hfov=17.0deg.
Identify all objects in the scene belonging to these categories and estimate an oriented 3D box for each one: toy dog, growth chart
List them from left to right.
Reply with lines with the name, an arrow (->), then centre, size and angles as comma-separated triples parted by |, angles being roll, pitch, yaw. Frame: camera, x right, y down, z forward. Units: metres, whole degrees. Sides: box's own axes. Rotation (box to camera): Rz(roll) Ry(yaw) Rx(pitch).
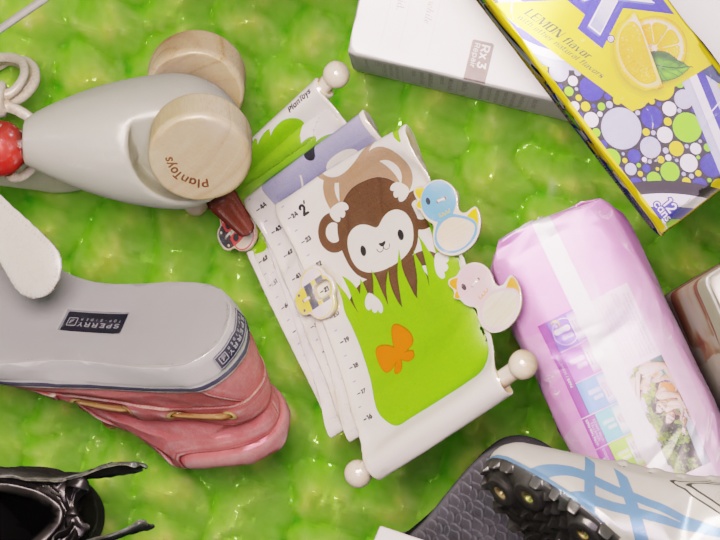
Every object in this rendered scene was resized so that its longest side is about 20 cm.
toy dog -> -0.130, -0.042, 1.173 | 0.199, 0.132, 0.097 | -3, 124, 26
growth chart -> 0.000, 0.000, 1.153 | 0.145, 0.018, 0.201 | -45, 63, 32

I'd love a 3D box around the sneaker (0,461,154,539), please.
sneaker -> -0.196, 0.122, 1.170 | 0.198, 0.104, 0.060 | -6, 84, 1

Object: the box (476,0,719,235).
box -> 0.104, -0.116, 1.115 | 0.070, 0.064, 0.200 | -37, 91, 3

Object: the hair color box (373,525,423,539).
hair color box -> 0.082, 0.202, 1.076 | 0.199, 0.064, 0.111 | 17, 65, 15

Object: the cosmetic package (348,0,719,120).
cosmetic package -> 0.101, -0.132, 1.188 | 0.199, 0.081, 0.114 | 11, 89, 3

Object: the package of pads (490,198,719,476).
package of pads -> 0.130, 0.066, 1.155 | 0.075, 0.120, 0.201 | -26, 86, 6

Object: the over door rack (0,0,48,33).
over door rack -> -0.200, -0.175, 1.157 | 0.199, 0.066, 0.149 | -20, 74, 35

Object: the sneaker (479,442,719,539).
sneaker -> 0.150, 0.115, 1.064 | 0.199, 0.072, 0.073 | 19, 59, 13

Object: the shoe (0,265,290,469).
shoe -> -0.131, 0.049, 1.190 | 0.199, 0.091, 0.072 | 5, 53, 29

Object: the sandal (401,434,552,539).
sandal -> 0.032, 0.153, 1.169 | 0.200, 0.043, 0.076 | -38, 89, 25

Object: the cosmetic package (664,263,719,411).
cosmetic package -> 0.208, 0.023, 1.115 | 0.103, 0.200, 0.088 | -27, 87, -1
